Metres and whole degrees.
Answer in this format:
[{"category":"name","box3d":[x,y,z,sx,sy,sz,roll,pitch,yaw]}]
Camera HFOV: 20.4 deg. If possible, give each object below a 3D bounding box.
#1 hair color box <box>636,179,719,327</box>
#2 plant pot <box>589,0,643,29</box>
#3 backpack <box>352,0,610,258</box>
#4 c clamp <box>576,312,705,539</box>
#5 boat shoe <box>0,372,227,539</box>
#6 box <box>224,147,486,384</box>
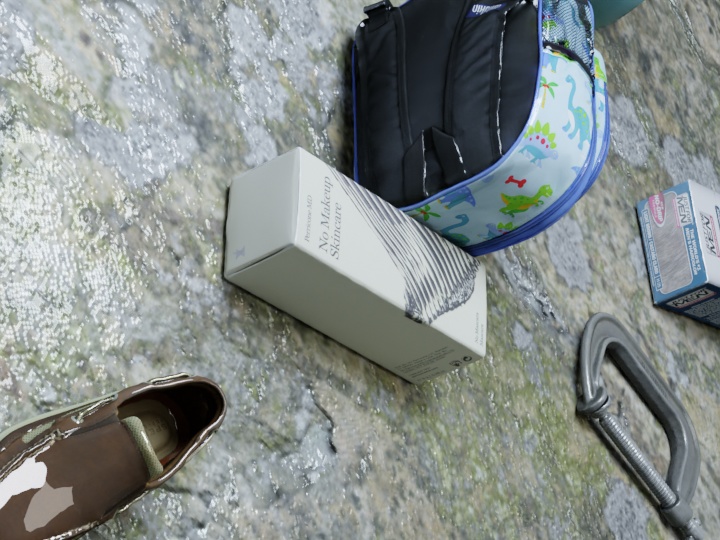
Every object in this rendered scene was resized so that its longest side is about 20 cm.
[{"category":"hair color box","box3d":[0.334,-0.004,1.811,0.200,0.060,0.101,19,56,-47]},{"category":"plant pot","box3d":[0.202,-0.336,1.724,0.161,0.200,0.201,39,42,-15]},{"category":"backpack","box3d":[0.092,-0.108,1.451,0.147,0.182,0.201,38,42,-38]},{"category":"c clamp","box3d":[0.230,0.137,1.625,0.200,0.027,0.171,54,37,-17]},{"category":"boat shoe","box3d":[-0.147,0.103,1.113,0.202,0.075,0.075,-35,99,-54]},{"category":"box","box3d":[0.000,0.000,1.368,0.200,0.068,0.083,30,50,-41]}]
